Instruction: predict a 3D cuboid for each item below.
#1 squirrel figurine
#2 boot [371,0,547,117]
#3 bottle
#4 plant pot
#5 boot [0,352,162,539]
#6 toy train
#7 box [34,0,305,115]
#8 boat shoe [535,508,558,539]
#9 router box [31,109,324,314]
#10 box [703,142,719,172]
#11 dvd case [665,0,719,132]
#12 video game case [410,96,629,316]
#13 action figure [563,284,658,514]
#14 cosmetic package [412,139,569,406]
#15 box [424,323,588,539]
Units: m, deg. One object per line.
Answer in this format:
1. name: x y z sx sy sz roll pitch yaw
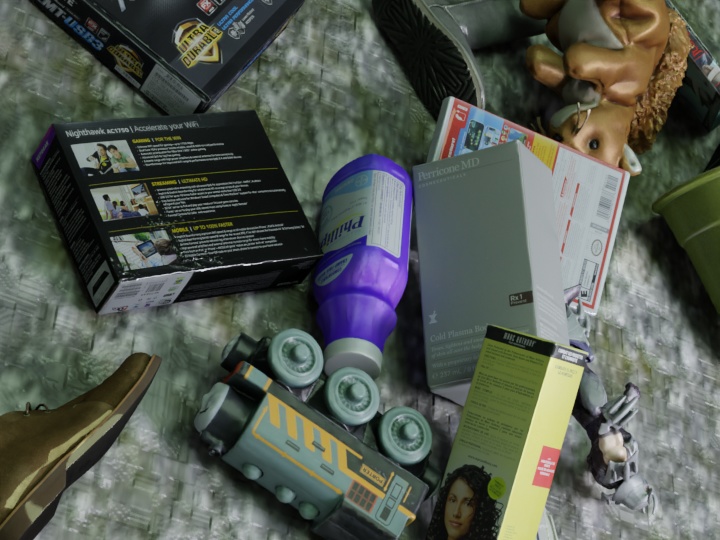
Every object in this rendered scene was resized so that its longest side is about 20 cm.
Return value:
1. squirrel figurine: 0.250 -0.174 1.638 0.199 0.141 0.189 13 75 -45
2. boot: 0.123 -0.231 1.662 0.199 0.072 0.183 -11 68 -47
3. bottle: 0.000 0.000 1.386 0.065 0.083 0.201 30 46 -28
4. plant pot: 0.406 -0.005 1.629 0.199 0.200 0.192 -8 77 -39
5. boot: -0.212 0.110 1.170 0.075 0.074 0.200 36 46 6
6. toy train: -0.031 0.132 1.275 0.199 0.085 0.114 35 55 -9
7. box: -0.171 -0.246 1.468 0.198 0.050 0.200 42 44 -4
8. boat shoe: 0.127 0.216 1.342 0.070 0.071 0.201 33 34 -51
9. router box: -0.143 -0.051 1.342 0.199 0.051 0.150 -8 62 -39
10. box: 0.486 -0.138 1.750 0.148 0.200 0.124 42 44 -3
11. dvd case: 0.322 -0.245 1.771 0.022 0.146 0.201 -36 81 -1
12. video game case: 0.146 -0.057 1.531 0.198 0.017 0.144 21 77 -21
13. action figure: 0.199 0.119 1.424 0.069 0.130 0.201 -20 65 -17
14. cosmetic package: 0.110 0.003 1.407 0.090 0.106 0.202 28 52 -59
15. box: 0.109 0.148 1.285 0.050 0.075 0.202 19 86 -45
